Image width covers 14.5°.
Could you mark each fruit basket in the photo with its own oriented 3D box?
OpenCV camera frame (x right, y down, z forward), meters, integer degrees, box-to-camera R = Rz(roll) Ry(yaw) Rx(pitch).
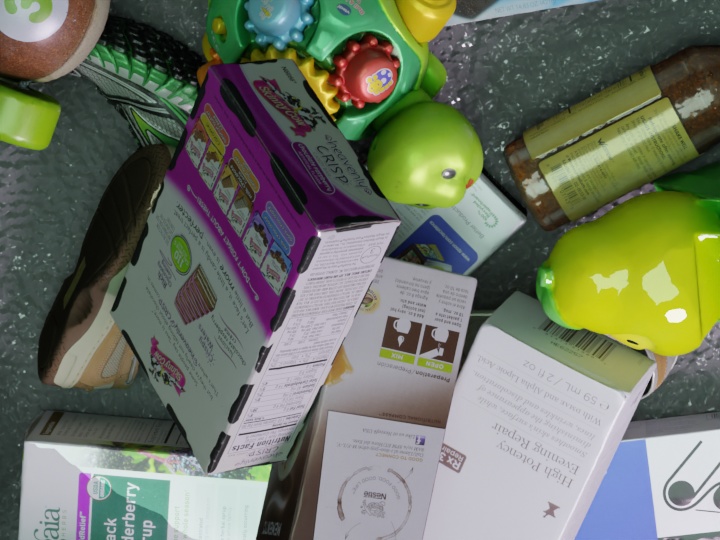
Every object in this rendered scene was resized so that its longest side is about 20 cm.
[{"bbox_3d":[0.214,0.006,1.658,0.216,0.216,0.156,-32,99,10],"label":"fruit basket"}]

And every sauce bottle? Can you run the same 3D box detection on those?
[{"bbox_3d":[0.186,-0.093,1.707,0.200,0.066,0.066,-26,100,10],"label":"sauce bottle"}]

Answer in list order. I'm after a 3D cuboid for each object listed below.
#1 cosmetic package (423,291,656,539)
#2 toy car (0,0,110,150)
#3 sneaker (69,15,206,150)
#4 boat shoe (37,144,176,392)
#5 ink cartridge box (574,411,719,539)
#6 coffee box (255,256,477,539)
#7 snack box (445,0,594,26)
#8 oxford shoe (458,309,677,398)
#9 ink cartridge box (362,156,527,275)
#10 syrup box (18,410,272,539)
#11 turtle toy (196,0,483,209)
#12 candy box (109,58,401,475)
[{"bbox_3d":[0.090,0.124,1.711,0.102,0.074,0.200,27,114,12],"label":"cosmetic package"},{"bbox_3d":[-0.257,-0.179,1.630,0.158,0.200,0.164,25,98,41],"label":"toy car"},{"bbox_3d":[-0.117,-0.086,1.723,0.200,0.078,0.085,35,106,-4],"label":"sneaker"},{"bbox_3d":[-0.131,0.001,1.733,0.076,0.072,0.200,14,136,-20],"label":"boat shoe"},{"bbox_3d":[0.194,0.142,1.773,0.200,0.044,0.094,-6,102,6],"label":"ink cartridge box"},{"bbox_3d":[0.000,0.096,1.671,0.080,0.114,0.200,13,83,-10],"label":"coffee box"},{"bbox_3d":[0.063,-0.206,1.664,0.200,0.037,0.116,-7,104,31],"label":"snack box"},{"bbox_3d":[0.098,0.062,1.755,0.200,0.058,0.075,-9,106,8],"label":"oxford shoe"},{"bbox_3d":[0.000,0.000,1.757,0.200,0.037,0.095,-44,98,9],"label":"ink cartridge box"},{"bbox_3d":[-0.111,0.141,1.774,0.200,0.081,0.079,5,102,1],"label":"syrup box"},{"bbox_3d":[-0.012,-0.113,1.659,0.200,0.101,0.146,33,137,-6],"label":"turtle toy"},{"bbox_3d":[-0.063,-0.001,1.607,0.061,0.136,0.200,-7,139,-35],"label":"candy box"}]
